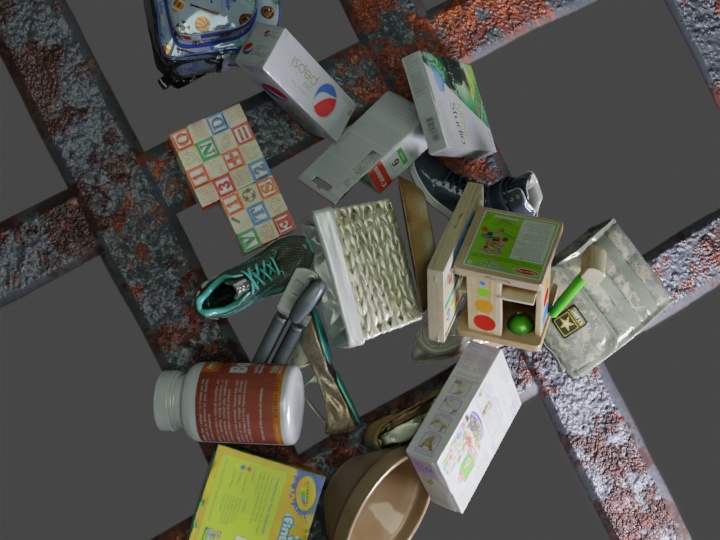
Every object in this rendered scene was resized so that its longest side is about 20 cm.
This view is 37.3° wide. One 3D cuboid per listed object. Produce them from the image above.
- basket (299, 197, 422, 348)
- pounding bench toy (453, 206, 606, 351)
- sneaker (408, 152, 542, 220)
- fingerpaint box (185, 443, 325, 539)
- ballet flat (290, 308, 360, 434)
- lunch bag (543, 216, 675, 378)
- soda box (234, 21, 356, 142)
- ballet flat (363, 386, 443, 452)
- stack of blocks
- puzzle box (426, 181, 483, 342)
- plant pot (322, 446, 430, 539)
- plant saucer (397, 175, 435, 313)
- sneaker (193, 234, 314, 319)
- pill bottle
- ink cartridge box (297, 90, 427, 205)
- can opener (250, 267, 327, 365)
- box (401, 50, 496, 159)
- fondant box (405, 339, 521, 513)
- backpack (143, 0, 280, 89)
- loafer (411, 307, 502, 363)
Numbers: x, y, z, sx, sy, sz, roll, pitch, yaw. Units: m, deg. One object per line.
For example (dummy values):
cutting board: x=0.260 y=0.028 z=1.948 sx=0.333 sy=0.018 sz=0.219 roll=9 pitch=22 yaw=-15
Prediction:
basket: x=0.000 y=0.000 z=1.553 sx=0.122 sy=0.135 sz=0.203 roll=-16 pitch=90 yaw=-13
pounding bench toy: x=0.243 y=0.025 z=1.496 sx=0.197 sy=0.157 sz=0.125 roll=11 pitch=48 yaw=19
sneaker: x=0.179 y=-0.126 z=1.586 sx=0.202 sy=0.146 sz=0.077 roll=44 pitch=43 yaw=-10
fingerpaint box: x=-0.158 y=0.366 z=1.530 sx=0.165 sy=0.073 sz=0.203 roll=17 pitch=84 yaw=-8
ballet flat: x=-0.064 y=0.149 z=1.568 sx=0.066 sy=0.068 sz=0.203 roll=-21 pitch=89 yaw=3
lunch bag: x=0.344 y=0.045 z=1.622 sx=0.199 sy=0.118 sz=0.165 roll=-38 pitch=90 yaw=-12
soda box: x=-0.089 y=-0.268 z=1.531 sx=0.200 sy=0.063 sz=0.069 roll=40 pitch=76 yaw=-50
ballet flat: x=0.100 y=0.225 z=1.593 sx=0.198 sy=0.063 sz=0.069 roll=-26 pitch=90 yaw=-11
stack of blocks: x=-0.188 y=-0.126 z=1.564 sx=0.114 sy=0.059 sz=0.202 roll=-26 pitch=91 yaw=-11
puzzle box: x=0.136 y=-0.013 z=1.509 sx=0.025 sy=0.134 sz=0.201 roll=11 pitch=44 yaw=17
plant pot: x=0.012 y=0.332 z=1.534 sx=0.092 sy=0.201 sz=0.202 roll=28 pitch=79 yaw=34
plant saucer: x=0.087 y=-0.040 z=1.537 sx=0.035 sy=0.200 sz=0.203 roll=-10 pitch=88 yaw=3
sneaker: x=-0.154 y=0.017 z=1.518 sx=0.198 sy=0.091 sz=0.078 roll=-32 pitch=92 yaw=10
pill bottle: x=-0.184 y=0.186 z=1.501 sx=0.197 sy=0.112 sz=0.114 roll=1 pitch=86 yaw=8
ink cartridge box: x=0.013 y=-0.170 z=1.579 sx=0.200 sy=0.109 sz=0.051 roll=-45 pitch=134 yaw=-10
can opener: x=-0.109 y=0.084 z=1.525 sx=0.052 sy=0.067 sz=0.202 roll=30 pitch=114 yaw=3
box: x=0.134 y=-0.240 z=1.569 sx=0.036 sy=0.199 sz=0.146 roll=-18 pitch=86 yaw=26
fondant box: x=0.153 y=0.225 z=1.539 sx=0.058 sy=0.145 sz=0.201 roll=14 pitch=57 yaw=33
backpack: x=-0.210 y=-0.380 z=1.537 sx=0.188 sy=0.154 sz=0.203 roll=-9 pitch=85 yaw=-21
loafer: x=0.164 y=0.096 z=1.620 sx=0.197 sy=0.063 sz=0.073 roll=-10 pitch=61 yaw=-26
